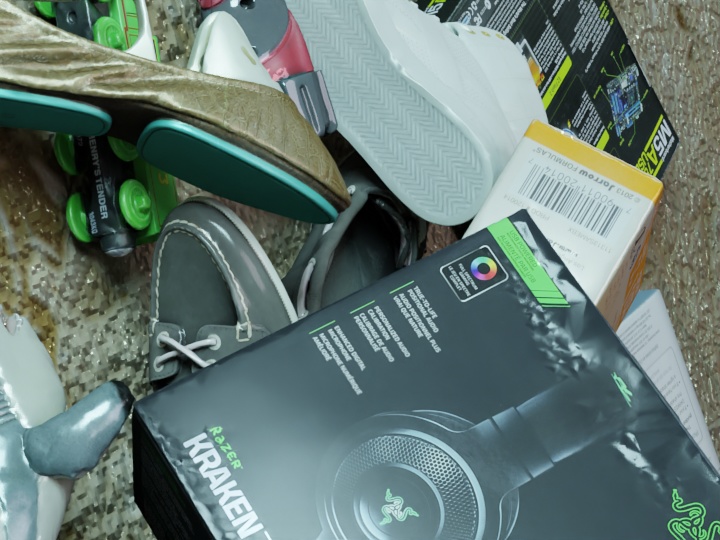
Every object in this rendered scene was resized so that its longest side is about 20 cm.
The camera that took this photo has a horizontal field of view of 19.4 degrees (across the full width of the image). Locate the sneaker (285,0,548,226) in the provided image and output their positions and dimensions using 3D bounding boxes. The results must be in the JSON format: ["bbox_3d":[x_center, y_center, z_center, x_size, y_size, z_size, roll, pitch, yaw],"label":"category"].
[{"bbox_3d":[0.013,-0.113,1.050,0.200,0.074,0.115,53,28,6],"label":"sneaker"}]

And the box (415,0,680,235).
[{"bbox_3d":[0.101,-0.093,1.209,0.194,0.047,0.200,60,39,-26],"label":"box"}]

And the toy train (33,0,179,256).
[{"bbox_3d":[-0.114,-0.105,0.929,0.056,0.041,0.202,-1,81,-63],"label":"toy train"}]

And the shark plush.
[{"bbox_3d":[-0.167,0.105,0.804,0.083,0.091,0.201,30,68,-15],"label":"shark plush"}]

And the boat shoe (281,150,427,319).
[{"bbox_3d":[0.000,0.000,1.021,0.067,0.057,0.200,60,40,-23],"label":"boat shoe"}]

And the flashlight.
[{"bbox_3d":[-0.072,-0.149,0.980,0.067,0.068,0.201,-20,95,-9],"label":"flashlight"}]

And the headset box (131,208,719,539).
[{"bbox_3d":[0.036,0.097,0.834,0.199,0.093,0.175,-25,65,-19],"label":"headset box"}]

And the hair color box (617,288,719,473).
[{"bbox_3d":[0.160,0.124,1.210,0.099,0.060,0.201,-34,107,-51],"label":"hair color box"}]

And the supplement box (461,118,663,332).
[{"bbox_3d":[0.063,0.048,0.988,0.201,0.073,0.126,-58,167,-18],"label":"supplement box"}]

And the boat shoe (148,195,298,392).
[{"bbox_3d":[-0.058,0.070,0.914,0.057,0.066,0.202,-33,118,-49],"label":"boat shoe"}]

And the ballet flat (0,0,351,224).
[{"bbox_3d":[-0.091,-0.080,0.871,0.198,0.068,0.073,16,74,-13],"label":"ballet flat"}]
